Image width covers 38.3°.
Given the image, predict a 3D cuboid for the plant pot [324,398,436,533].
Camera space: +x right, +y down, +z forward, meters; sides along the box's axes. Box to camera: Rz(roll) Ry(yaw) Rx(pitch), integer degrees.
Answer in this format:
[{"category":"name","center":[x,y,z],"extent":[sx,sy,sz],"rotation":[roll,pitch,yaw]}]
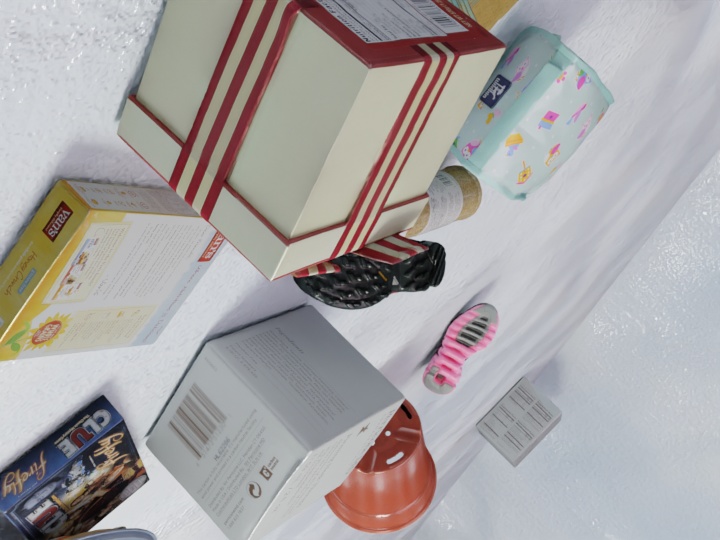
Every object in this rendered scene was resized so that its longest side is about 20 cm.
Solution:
[{"category":"plant pot","center":[0.028,0.302,1.708],"extent":[0.201,0.201,0.195],"rotation":[-39,152,-21]}]

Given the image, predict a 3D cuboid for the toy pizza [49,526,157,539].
[{"category":"toy pizza","center":[-0.310,0.309,1.075],"extent":[0.200,0.032,0.200],"rotation":[-22,154,-11]}]

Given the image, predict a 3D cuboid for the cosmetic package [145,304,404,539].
[{"category":"cosmetic package","center":[-0.093,0.168,1.165],"extent":[0.200,0.166,0.168],"rotation":[-19,148,-56]}]

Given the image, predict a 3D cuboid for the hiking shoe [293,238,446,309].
[{"category":"hiking shoe","center":[0.000,0.000,1.164],"extent":[0.200,0.087,0.075],"rotation":[-2,100,-38]}]

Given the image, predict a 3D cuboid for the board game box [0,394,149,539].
[{"category":"board game box","center":[-0.286,0.213,1.039],"extent":[0.135,0.035,0.200],"rotation":[-39,161,-20]}]

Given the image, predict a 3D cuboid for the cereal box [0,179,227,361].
[{"category":"cereal box","center":[-0.190,0.001,0.797],"extent":[0.144,0.040,0.200],"rotation":[-52,162,15]}]

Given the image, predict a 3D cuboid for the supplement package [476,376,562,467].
[{"category":"supplement package","center":[0.459,0.439,2.996],"extent":[0.200,0.151,0.152],"rotation":[-45,161,-5]}]

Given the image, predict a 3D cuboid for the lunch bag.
[{"category":"lunch bag","center":[0.182,-0.170,1.145],"extent":[0.170,0.122,0.200],"rotation":[-50,167,13]}]

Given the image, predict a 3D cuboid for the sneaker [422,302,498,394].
[{"category":"sneaker","center":[0.181,0.129,1.879],"extent":[0.200,0.079,0.095],"rotation":[-54,-178,24]}]

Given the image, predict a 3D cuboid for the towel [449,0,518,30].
[{"category":"towel","center":[0.131,-0.282,0.952],"extent":[0.200,0.022,0.147],"rotation":[-45,161,2]}]

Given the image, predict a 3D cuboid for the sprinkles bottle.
[{"category":"sprinkles bottle","center":[0.063,-0.073,1.162],"extent":[0.200,0.068,0.068],"rotation":[-21,149,-53]}]

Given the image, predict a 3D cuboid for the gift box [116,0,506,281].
[{"category":"gift box","center":[-0.024,-0.109,0.709],"extent":[0.200,0.185,0.187],"rotation":[-15,142,-48]}]
